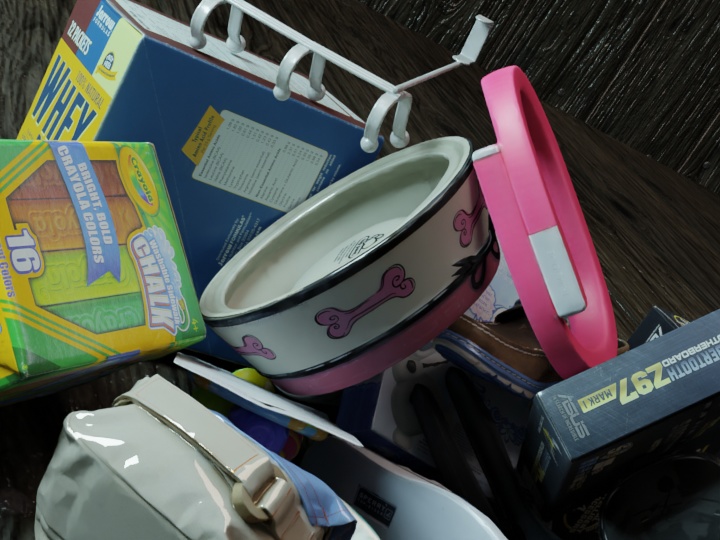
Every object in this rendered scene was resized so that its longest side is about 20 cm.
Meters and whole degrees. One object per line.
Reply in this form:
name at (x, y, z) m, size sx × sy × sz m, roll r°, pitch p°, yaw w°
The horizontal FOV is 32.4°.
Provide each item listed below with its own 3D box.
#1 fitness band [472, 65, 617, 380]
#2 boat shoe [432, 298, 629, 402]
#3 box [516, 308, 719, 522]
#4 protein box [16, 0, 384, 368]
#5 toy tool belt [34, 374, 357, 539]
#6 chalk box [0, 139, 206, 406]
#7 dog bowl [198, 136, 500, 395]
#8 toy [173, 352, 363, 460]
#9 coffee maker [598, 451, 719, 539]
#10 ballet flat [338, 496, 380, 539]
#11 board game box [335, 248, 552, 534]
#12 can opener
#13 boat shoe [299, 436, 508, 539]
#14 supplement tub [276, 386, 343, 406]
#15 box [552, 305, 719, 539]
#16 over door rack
fitness band at (0.115, -0.028, 0.776) m, size 0.144 × 0.037 × 0.201 m, roll -19°, pitch 90°, yaw -73°
boat shoe at (0.124, 0.052, 0.869) m, size 0.072 × 0.073 × 0.200 m, roll 27°, pitch 3°, yaw 40°
box at (0.186, 0.094, 0.806) m, size 0.200 × 0.157 × 0.051 m, roll 83°, pitch -19°, yaw -69°
protein box at (-0.130, -0.064, 0.890) m, size 0.199 × 0.199 × 0.135 m, roll 19°, pitch 16°, yaw -35°
toy tool belt at (-0.059, 0.135, 0.636) m, size 0.200 × 0.125 × 0.123 m, roll 34°, pitch 24°, yaw 15°
chalk box at (-0.177, 0.003, 0.703) m, size 0.200 × 0.123 × 0.125 m, roll -12°, pitch 83°, yaw -61°
dog bowl at (0.000, 0.000, 0.778) m, size 0.074 × 0.199 × 0.200 m, roll 58°, pitch 13°, yaw -16°
toy at (-0.069, 0.092, 0.774) m, size 0.115 × 0.047 × 0.200 m, roll 24°, pitch -2°, yaw -6°
coffee maker at (0.243, 0.218, 0.814) m, size 0.192 × 0.135 × 0.200 m, roll 42°, pitch 1°, yaw 22°
ballet flat at (-0.002, 0.188, 0.700) m, size 0.200 × 0.070 × 0.069 m, roll 40°, pitch 20°, yaw 18°
board game box at (0.081, 0.067, 0.916) m, size 0.200 × 0.043 × 0.200 m, roll 35°, pitch 57°, yaw -34°
can opener at (0.090, 0.161, 0.826) m, size 0.201 × 0.063 × 0.079 m, roll 60°, pitch -23°, yaw -3°
boat shoe at (0.043, 0.162, 0.777) m, size 0.065 × 0.074 × 0.200 m, roll 23°, pitch 8°, yaw -44°
supplement tub at (0.026, 0.052, 0.986) m, size 0.199 × 0.123 × 0.123 m, roll 13°, pitch 26°, yaw -44°
box at (0.237, 0.136, 0.988) m, size 0.161 × 0.201 × 0.049 m, roll 19°, pitch 22°, yaw -36°
over door rack at (-0.010, -0.154, 0.856) m, size 0.147 × 0.067 × 0.200 m, roll 31°, pitch 35°, yaw 9°
